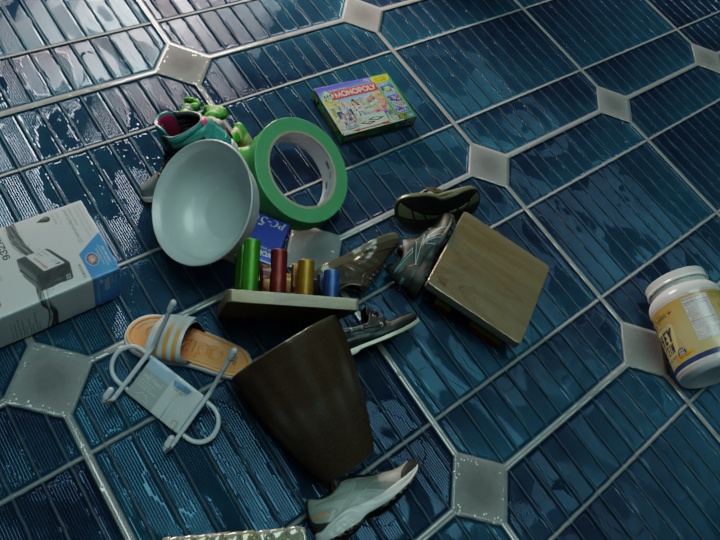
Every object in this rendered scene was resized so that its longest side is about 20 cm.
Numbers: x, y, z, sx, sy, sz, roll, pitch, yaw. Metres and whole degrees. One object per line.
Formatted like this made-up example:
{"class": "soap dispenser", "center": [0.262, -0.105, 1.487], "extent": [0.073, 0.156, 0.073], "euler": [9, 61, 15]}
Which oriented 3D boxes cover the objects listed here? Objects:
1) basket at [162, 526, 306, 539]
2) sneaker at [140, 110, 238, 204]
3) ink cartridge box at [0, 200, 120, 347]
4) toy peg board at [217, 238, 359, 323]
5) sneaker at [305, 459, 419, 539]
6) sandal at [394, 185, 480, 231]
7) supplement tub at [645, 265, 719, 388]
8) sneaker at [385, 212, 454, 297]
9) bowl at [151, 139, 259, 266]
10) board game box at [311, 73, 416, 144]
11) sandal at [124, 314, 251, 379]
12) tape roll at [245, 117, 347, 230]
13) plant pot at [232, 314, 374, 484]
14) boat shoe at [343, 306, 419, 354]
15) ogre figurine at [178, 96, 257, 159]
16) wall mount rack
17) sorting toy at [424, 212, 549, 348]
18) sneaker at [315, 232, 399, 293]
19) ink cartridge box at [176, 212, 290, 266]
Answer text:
{"class": "basket", "center": [-0.159, 0.434, 0.833], "extent": [0.192, 0.162, 0.205], "euler": [2, 59, -18]}
{"class": "sneaker", "center": [-0.319, -0.200, 1.163], "extent": [0.196, 0.121, 0.085], "euler": [-28, 40, 12]}
{"class": "ink cartridge box", "center": [-0.489, 0.002, 1.049], "extent": [0.197, 0.084, 0.146], "euler": [-26, 70, -31]}
{"class": "toy peg board", "center": [-0.118, 0.020, 1.082], "extent": [0.193, 0.200, 0.101], "euler": [4, 79, -16]}
{"class": "sneaker", "center": [0.007, 0.328, 1.022], "extent": [0.196, 0.075, 0.080], "euler": [-23, 62, -29]}
{"class": "sandal", "center": [0.149, -0.131, 1.374], "extent": [0.196, 0.082, 0.057], "euler": [-11, 36, -28]}
{"class": "supplement tub", "center": [0.653, 0.110, 1.341], "extent": [0.140, 0.145, 0.205], "euler": [-1, 58, -19]}
{"class": "sneaker", "center": [0.117, -0.046, 1.296], "extent": [0.078, 0.076, 0.202], "euler": [29, 55, 7]}
{"class": "bowl", "center": [-0.236, -0.102, 1.122], "extent": [0.204, 0.200, 0.090], "euler": [56, 16, 20]}
{"class": "board game box", "center": [0.009, -0.352, 1.485], "extent": [0.196, 0.029, 0.136], "euler": [-21, 68, -29]}
{"class": "sandal", "center": [-0.264, 0.109, 1.074], "extent": [0.201, 0.060, 0.081], "euler": [17, 55, -8]}
{"class": "tape roll", "center": [-0.117, -0.179, 1.275], "extent": [0.196, 0.048, 0.207], "euler": [12, 68, -32]}
{"class": "plant pot", "center": [-0.065, 0.202, 1.026], "extent": [0.184, 0.187, 0.203], "euler": [-26, 82, -31]}
{"class": "boat shoe", "center": [0.010, 0.097, 1.166], "extent": [0.195, 0.074, 0.068], "euler": [-22, 85, -19]}
{"class": "ogre figurine", "center": [-0.276, -0.249, 1.278], "extent": [0.201, 0.098, 0.120], "euler": [47, 44, -3]}
{"class": "wall mount rack", "center": [-0.274, 0.155, 1.006], "extent": [0.198, 0.075, 0.176], "euler": [36, 77, 3]}
{"class": "sorting toy", "center": [0.232, 0.025, 1.294], "extent": [0.197, 0.070, 0.201], "euler": [32, 54, 2]}
{"class": "sneaker", "center": [0.000, 0.000, 1.245], "extent": [0.197, 0.070, 0.077], "euler": [-27, 88, -27]}
{"class": "ink cartridge box", "center": [-0.231, -0.070, 1.210], "extent": [0.195, 0.044, 0.096], "euler": [22, 56, -5]}
